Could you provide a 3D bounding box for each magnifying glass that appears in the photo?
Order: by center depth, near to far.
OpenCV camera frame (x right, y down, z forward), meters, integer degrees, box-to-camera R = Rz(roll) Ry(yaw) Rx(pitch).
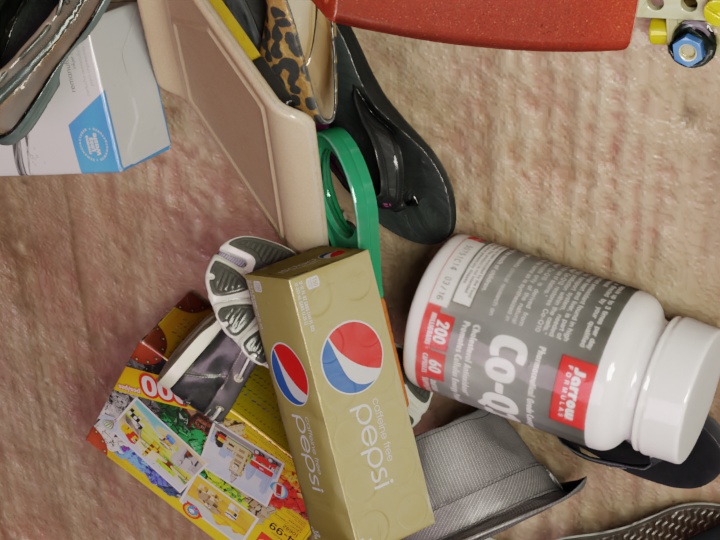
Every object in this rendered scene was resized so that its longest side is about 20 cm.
[{"bbox_3d":[0.000,0.000,1.262,0.080,0.022,0.201,9,116,68],"label":"magnifying glass"}]

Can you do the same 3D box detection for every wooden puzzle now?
[{"bbox_3d":[-0.084,-0.120,1.255,0.200,0.037,0.185,50,164,25],"label":"wooden puzzle"}]

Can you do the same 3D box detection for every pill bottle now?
[{"bbox_3d":[0.140,0.056,1.262,0.199,0.114,0.114,18,130,20],"label":"pill bottle"}]

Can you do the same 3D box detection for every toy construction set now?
[{"bbox_3d":[0.217,-0.181,1.066,0.199,0.092,0.132,17,130,36],"label":"toy construction set"}]

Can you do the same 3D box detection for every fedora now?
[{"bbox_3d":[0.072,0.157,1.356,0.176,0.200,0.091,-24,80,0],"label":"fedora"}]

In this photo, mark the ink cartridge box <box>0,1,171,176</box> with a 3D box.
[{"bbox_3d":[-0.251,-0.134,1.390,0.199,0.068,0.116,0,110,33],"label":"ink cartridge box"}]

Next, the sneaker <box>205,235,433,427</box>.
[{"bbox_3d":[-0.040,0.053,1.320,0.200,0.081,0.083,42,165,-24],"label":"sneaker"}]

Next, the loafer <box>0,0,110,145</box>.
[{"bbox_3d":[-0.225,-0.184,1.279,0.072,0.063,0.201,29,94,35],"label":"loafer"}]

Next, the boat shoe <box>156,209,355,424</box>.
[{"bbox_3d":[-0.067,0.034,1.382,0.068,0.072,0.200,42,108,-6],"label":"boat shoe"}]

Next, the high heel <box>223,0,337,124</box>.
[{"bbox_3d":[-0.022,-0.192,1.190,0.143,0.071,0.200,58,143,9],"label":"high heel"}]

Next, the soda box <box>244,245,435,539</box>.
[{"bbox_3d":[-0.013,0.088,1.244,0.064,0.068,0.201,5,112,57],"label":"soda box"}]

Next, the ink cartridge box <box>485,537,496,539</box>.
[{"bbox_3d":[0.120,0.303,1.434,0.199,0.146,0.085,25,133,16],"label":"ink cartridge box"}]

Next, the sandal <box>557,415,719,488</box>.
[{"bbox_3d":[0.170,0.113,1.334,0.199,0.043,0.076,19,130,20],"label":"sandal"}]

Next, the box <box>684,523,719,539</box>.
[{"bbox_3d":[0.332,0.254,1.256,0.148,0.104,0.200,-26,108,10],"label":"box"}]

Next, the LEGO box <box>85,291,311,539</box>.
[{"bbox_3d":[-0.107,0.138,1.503,0.200,0.077,0.149,37,134,4],"label":"LEGO box"}]

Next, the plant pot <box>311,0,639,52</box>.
[{"bbox_3d":[0.038,-0.239,1.010,0.200,0.176,0.200,-126,32,-44],"label":"plant pot"}]

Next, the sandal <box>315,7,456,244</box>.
[{"bbox_3d":[-0.005,-0.095,1.289,0.075,0.048,0.201,-23,107,40],"label":"sandal"}]

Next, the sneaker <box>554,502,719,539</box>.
[{"bbox_3d":[0.234,0.222,1.373,0.199,0.073,0.085,-9,152,27],"label":"sneaker"}]
